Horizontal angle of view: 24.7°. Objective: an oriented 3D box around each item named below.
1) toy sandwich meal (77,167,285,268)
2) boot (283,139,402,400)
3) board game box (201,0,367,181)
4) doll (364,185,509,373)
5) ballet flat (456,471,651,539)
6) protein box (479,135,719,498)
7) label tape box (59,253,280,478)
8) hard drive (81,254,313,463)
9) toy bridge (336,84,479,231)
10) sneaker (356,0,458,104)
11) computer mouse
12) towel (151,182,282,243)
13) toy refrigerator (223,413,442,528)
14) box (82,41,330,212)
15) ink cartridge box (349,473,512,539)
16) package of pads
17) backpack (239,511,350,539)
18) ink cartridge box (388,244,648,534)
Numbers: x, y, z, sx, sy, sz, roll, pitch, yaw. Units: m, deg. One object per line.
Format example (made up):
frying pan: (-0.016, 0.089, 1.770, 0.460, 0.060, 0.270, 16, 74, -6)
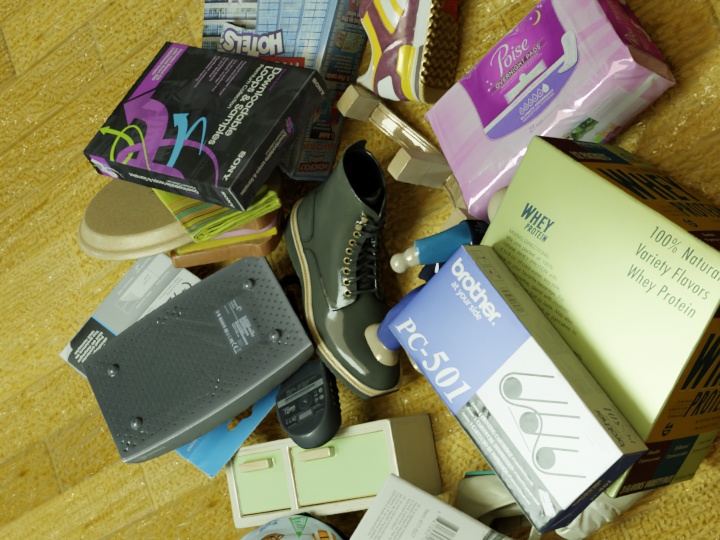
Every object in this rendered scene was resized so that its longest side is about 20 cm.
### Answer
toy sandwich meal: (-0.166, -0.050, 1.546, 0.204, 0.205, 0.070, 3, 127, 37)
boot: (0.000, 0.000, 1.449, 0.201, 0.077, 0.138, 64, 147, 16)
board game box: (-0.080, -0.188, 1.547, 0.199, 0.062, 0.201, 6, 94, 37)
doll: (0.080, 0.006, 1.366, 0.200, 0.136, 0.049, -51, 37, 35)
ballet flat: (0.160, 0.197, 1.364, 0.199, 0.069, 0.070, -14, 82, 43)
protein box: (0.196, 0.031, 1.270, 0.198, 0.135, 0.201, 36, 112, 31)
label tape box: (-0.171, 0.085, 1.574, 0.200, 0.066, 0.143, 32, 78, 36)
hard drive: (-0.145, 0.083, 1.500, 0.200, 0.042, 0.135, -32, 54, 2)
toy bridge: (0.056, -0.089, 1.439, 0.027, 0.067, 0.200, -55, 52, 23)
sneaker: (0.042, -0.250, 1.446, 0.090, 0.075, 0.201, 14, 98, 30)
computer mouse: (-0.049, 0.083, 1.509, 0.058, 0.034, 0.201, -28, 46, 21)
towel: (-0.147, -0.087, 1.497, 0.200, 0.086, 0.018, 46, 156, 53)
toy refrigerator: (-0.030, 0.185, 1.508, 0.199, 0.070, 0.076, -14, 82, 37)
box: (-0.141, -0.134, 1.485, 0.199, 0.036, 0.143, 16, 63, 38)
ink cartridge box: (0.074, 0.284, 1.347, 0.199, 0.084, 0.146, 29, 65, 13)
package of pads: (0.150, -0.141, 1.355, 0.200, 0.075, 0.121, -43, 52, 28)
backpack: (-0.061, 0.323, 1.468, 0.200, 0.154, 0.191, -36, 83, 31)
ink cartridge box: (0.113, 0.085, 1.221, 0.094, 0.044, 0.200, -49, 64, 26)
